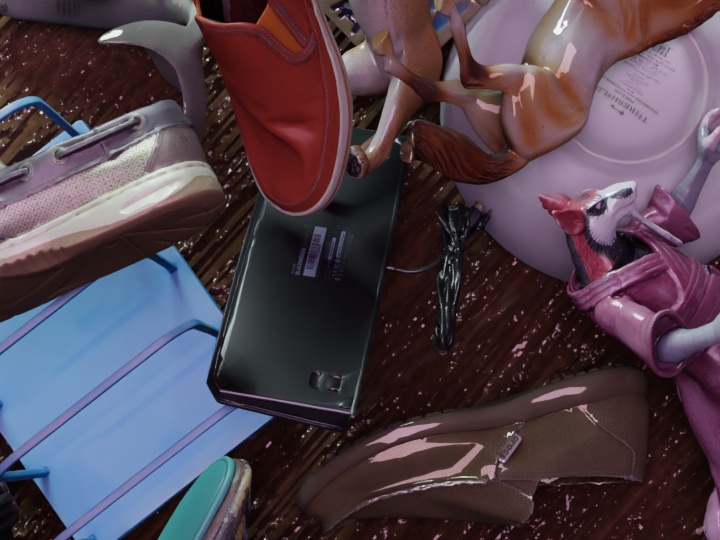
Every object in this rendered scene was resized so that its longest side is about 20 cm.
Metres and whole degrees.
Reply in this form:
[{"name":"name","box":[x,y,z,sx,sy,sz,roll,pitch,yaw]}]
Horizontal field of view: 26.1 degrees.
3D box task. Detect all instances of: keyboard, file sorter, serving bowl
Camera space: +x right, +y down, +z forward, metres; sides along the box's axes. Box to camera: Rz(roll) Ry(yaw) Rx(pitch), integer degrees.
[{"name":"keyboard","box":[0.000,0.000,0.804,0.125,0.021,0.202,10,49,4]},{"name":"file sorter","box":[-0.156,0.032,0.813,0.138,0.123,0.201,-37,83,0]},{"name":"serving bowl","box":[0.141,-0.094,0.837,0.197,0.066,0.203,0,83,3]}]

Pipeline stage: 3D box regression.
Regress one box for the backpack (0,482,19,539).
[{"name":"backpack","box":[-0.306,0.128,0.783,0.199,0.182,0.148,38,113,20]}]

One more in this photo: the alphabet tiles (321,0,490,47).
[{"name":"alphabet tiles","box":[0.033,-0.224,0.819,0.200,0.006,0.167,-42,96,18]}]

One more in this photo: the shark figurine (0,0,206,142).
[{"name":"shark figurine","box":[-0.109,-0.128,0.839,0.127,0.214,0.090,-29,126,-24]}]

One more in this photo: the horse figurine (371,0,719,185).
[{"name":"horse figurine","box":[0.091,-0.116,0.771,0.132,0.050,0.201,41,80,-25]}]

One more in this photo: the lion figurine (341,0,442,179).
[{"name":"lion figurine","box":[0.017,-0.144,0.803,0.072,0.122,0.202,27,129,26]}]

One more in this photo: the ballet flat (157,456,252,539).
[{"name":"ballet flat","box":[-0.105,0.194,0.829,0.072,0.072,0.201,36,87,6]}]

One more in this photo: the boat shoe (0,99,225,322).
[{"name":"boat shoe","box":[-0.163,-0.022,0.726,0.198,0.072,0.066,-21,71,3]}]

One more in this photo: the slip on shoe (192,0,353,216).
[{"name":"slip on shoe","box":[-0.051,-0.117,0.747,0.073,0.061,0.202,11,122,34]}]

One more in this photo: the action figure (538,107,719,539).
[{"name":"action figure","box":[0.166,0.022,0.786,0.199,0.149,0.135,33,44,-7]}]

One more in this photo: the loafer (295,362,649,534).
[{"name":"loafer","box":[0.064,0.105,0.815,0.197,0.076,0.068,-18,77,1]}]
